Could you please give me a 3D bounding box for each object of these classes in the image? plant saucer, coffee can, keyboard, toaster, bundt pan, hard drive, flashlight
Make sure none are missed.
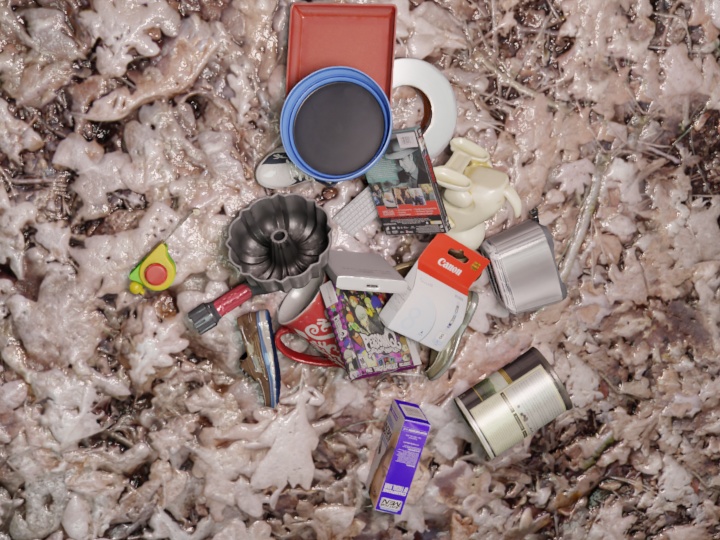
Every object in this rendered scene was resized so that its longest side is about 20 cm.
[{"bbox_3d":[-0.033,-0.373,1.557,0.197,0.037,0.203,4,93,12],"label":"plant saucer"},{"bbox_3d":[0.310,0.271,1.775,0.199,0.146,0.147,-32,108,-2],"label":"coffee can"},{"bbox_3d":[0.033,-0.140,1.645,0.056,0.011,0.200,42,118,-15],"label":"keyboard"},{"bbox_3d":[0.321,-0.011,1.723,0.128,0.114,0.202,-21,111,-3],"label":"toaster"},{"bbox_3d":[-0.143,-0.043,1.598,0.199,0.203,0.076,-20,146,-5],"label":"bundt pan"},{"bbox_3d":[0.000,0.000,1.614,0.130,0.200,0.027,5,103,-14],"label":"hard drive"},{"bbox_3d":[-0.232,0.050,1.649,0.199,0.068,0.068,-33,142,-6],"label":"flashlight"}]

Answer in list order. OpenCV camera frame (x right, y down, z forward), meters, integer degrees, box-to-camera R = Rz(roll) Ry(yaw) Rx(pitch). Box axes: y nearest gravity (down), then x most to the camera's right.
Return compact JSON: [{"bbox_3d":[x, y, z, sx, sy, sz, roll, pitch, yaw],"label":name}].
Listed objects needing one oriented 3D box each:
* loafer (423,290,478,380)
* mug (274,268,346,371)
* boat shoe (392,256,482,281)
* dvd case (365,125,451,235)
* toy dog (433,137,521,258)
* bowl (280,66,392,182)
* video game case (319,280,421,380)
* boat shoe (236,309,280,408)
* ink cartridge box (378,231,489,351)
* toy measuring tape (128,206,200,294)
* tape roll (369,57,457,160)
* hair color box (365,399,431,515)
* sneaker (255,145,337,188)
[{"bbox_3d":[0.170,0.125,1.757,0.069,0.075,0.202,24,94,-4],"label":"loafer"},{"bbox_3d":[-0.058,0.115,1.692,0.200,0.177,0.134,41,52,-22],"label":"mug"},{"bbox_3d":[0.140,0.003,1.715,0.197,0.066,0.075,-6,113,-14],"label":"boat shoe"},{"bbox_3d":[0.076,-0.158,1.575,0.022,0.145,0.202,-43,121,-41],"label":"dvd case"},{"bbox_3d":[0.204,-0.122,1.652,0.191,0.140,0.201,19,139,6],"label":"toy dog"},{"bbox_3d":[-0.041,-0.252,1.512,0.197,0.039,0.204,-1,83,9],"label":"bowl"},{"bbox_3d":[0.021,0.106,1.627,0.036,0.199,0.183,-29,73,34],"label":"video game case"},{"bbox_3d":[-0.200,0.174,1.696,0.071,0.072,0.203,-6,103,3],"label":"boat shoe"},{"bbox_3d":[0.150,0.044,1.639,0.159,0.047,0.201,26,105,-39],"label":"ink cartridge box"},{"bbox_3d":[-0.350,-0.025,1.610,0.200,0.074,0.074,-45,108,3],"label":"toy measuring tape"},{"bbox_3d":[0.079,-0.296,1.627,0.197,0.066,0.203,-3,105,-11],"label":"tape roll"},{"bbox_3d":[0.074,0.380,1.776,0.064,0.109,0.203,13,101,-14],"label":"hair color box"},{"bbox_3d":[-0.093,-0.192,1.586,0.196,0.130,0.081,-10,105,-9],"label":"sneaker"}]
